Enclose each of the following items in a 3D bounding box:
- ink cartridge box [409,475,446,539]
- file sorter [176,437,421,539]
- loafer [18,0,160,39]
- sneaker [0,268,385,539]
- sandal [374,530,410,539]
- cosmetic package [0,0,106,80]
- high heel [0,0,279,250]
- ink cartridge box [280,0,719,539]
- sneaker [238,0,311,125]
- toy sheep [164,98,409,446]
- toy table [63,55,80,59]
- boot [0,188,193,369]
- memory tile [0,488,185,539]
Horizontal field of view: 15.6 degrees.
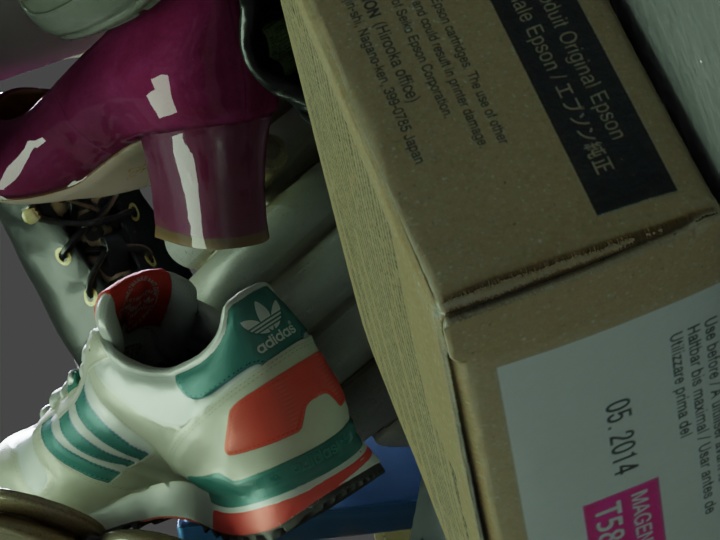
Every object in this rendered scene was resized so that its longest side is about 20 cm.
[{"bbox_3d":[0.052,0.133,0.861,0.174,0.043,0.201,-109,26,-61],"label":"ink cartridge box"},{"bbox_3d":[-0.001,0.122,1.164,0.200,0.138,0.123,-93,-4,-73],"label":"file sorter"},{"bbox_3d":[-0.061,-0.142,0.818,0.200,0.070,0.070,-41,28,44],"label":"loafer"},{"bbox_3d":[-0.075,0.043,0.944,0.199,0.070,0.094,-5,110,52],"label":"sneaker"},{"bbox_3d":[0.045,0.103,1.492,0.070,0.077,0.213,38,-146,-57],"label":"sandal"},{"bbox_3d":[-0.104,-0.192,0.946,0.165,0.199,0.166,78,173,-67],"label":"cosmetic package"},{"bbox_3d":[-0.092,-0.070,0.934,0.199,0.067,0.097,13,111,48],"label":"high heel"},{"bbox_3d":[0.042,0.004,0.701,0.201,0.075,0.165,77,172,-50],"label":"ink cartridge box"},{"bbox_3d":[-0.002,-0.089,0.837,0.200,0.082,0.071,-124,15,-81],"label":"sneaker"},{"bbox_3d":[0.000,0.000,0.974,0.200,0.138,0.138,54,176,1],"label":"toy sheep"},{"bbox_3d":[-0.085,-0.136,1.358,0.117,0.183,0.201,42,143,49],"label":"toy table"},{"bbox_3d":[-0.096,0.004,1.084,0.151,0.073,0.200,63,170,-13],"label":"boot"},{"bbox_3d":[-0.063,0.126,0.975,0.200,0.152,0.017,79,-155,-71],"label":"memory tile"}]
